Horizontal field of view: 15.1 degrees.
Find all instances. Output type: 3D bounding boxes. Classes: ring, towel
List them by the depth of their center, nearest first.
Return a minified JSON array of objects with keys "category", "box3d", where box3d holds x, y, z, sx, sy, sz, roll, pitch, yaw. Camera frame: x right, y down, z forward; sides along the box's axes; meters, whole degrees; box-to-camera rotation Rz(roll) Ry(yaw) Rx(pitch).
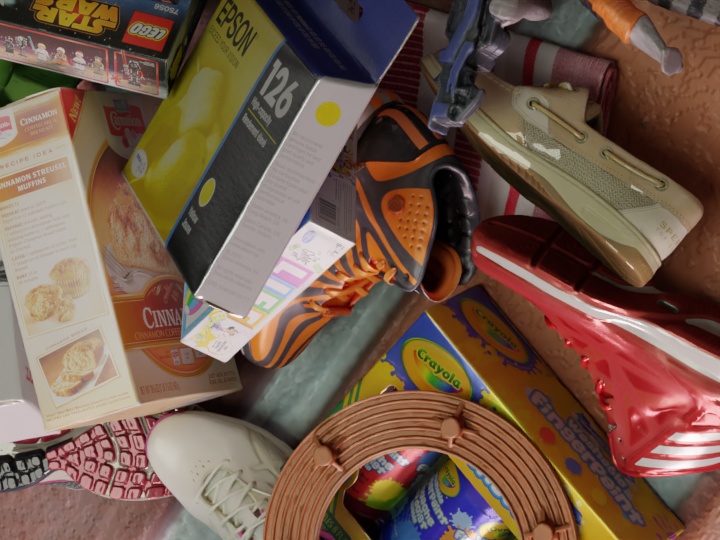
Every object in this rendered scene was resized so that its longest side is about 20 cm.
[{"category":"ring","box3d":[0.034,0.173,1.625,0.199,0.019,0.202,1,92,18]},{"category":"towel","box3d":[0.057,-0.083,1.659,0.199,0.023,0.145,19,112,28]}]

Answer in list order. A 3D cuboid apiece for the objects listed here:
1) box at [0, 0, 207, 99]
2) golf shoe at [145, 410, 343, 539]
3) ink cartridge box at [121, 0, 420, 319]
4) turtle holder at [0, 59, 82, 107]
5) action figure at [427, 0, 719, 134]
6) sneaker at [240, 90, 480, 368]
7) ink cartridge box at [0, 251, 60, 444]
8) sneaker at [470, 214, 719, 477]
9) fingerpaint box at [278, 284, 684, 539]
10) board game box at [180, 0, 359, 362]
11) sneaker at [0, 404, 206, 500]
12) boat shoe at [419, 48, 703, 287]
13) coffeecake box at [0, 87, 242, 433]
[{"category":"box","box3d":[-0.193,-0.189,1.688,0.198,0.138,0.040,15,143,7]},{"category":"golf shoe","box3d":[-0.059,0.157,1.745,0.199,0.091,0.076,35,98,11]},{"category":"ink cartridge box","box3d":[-0.058,-0.099,1.588,0.201,0.047,0.198,-61,25,12]},{"category":"turtle holder","box3d":[-0.240,-0.167,1.762,0.185,0.140,0.133,-20,72,46]},{"category":"action figure","box3d":[0.114,-0.158,1.554,0.193,0.104,0.201,20,89,33]},{"category":"sneaker","box3d":[0.000,0.000,1.650,0.112,0.077,0.201,44,121,28]},{"category":"ink cartridge box","box3d":[-0.253,0.007,1.759,0.083,0.146,0.202,-8,78,2]},{"category":"sneaker","box3d":[0.140,0.056,1.598,0.199,0.078,0.116,29,119,14]},{"category":"fingerpaint box","box3d":[0.072,0.141,1.680,0.200,0.073,0.167,50,123,11]},{"category":"board game box","box3d":[-0.053,-0.062,1.635,0.034,0.201,0.134,26,134,-26]},{"category":"sneaker","box3d":[-0.184,0.111,1.845,0.198,0.075,0.081,1,93,18]},{"category":"boat shoe","box3d":[0.115,-0.074,1.576,0.065,0.072,0.200,-45,59,-4]},{"category":"coffeecake box","box3d":[-0.160,-0.008,1.720,0.073,0.153,0.202,-17,85,22]}]
